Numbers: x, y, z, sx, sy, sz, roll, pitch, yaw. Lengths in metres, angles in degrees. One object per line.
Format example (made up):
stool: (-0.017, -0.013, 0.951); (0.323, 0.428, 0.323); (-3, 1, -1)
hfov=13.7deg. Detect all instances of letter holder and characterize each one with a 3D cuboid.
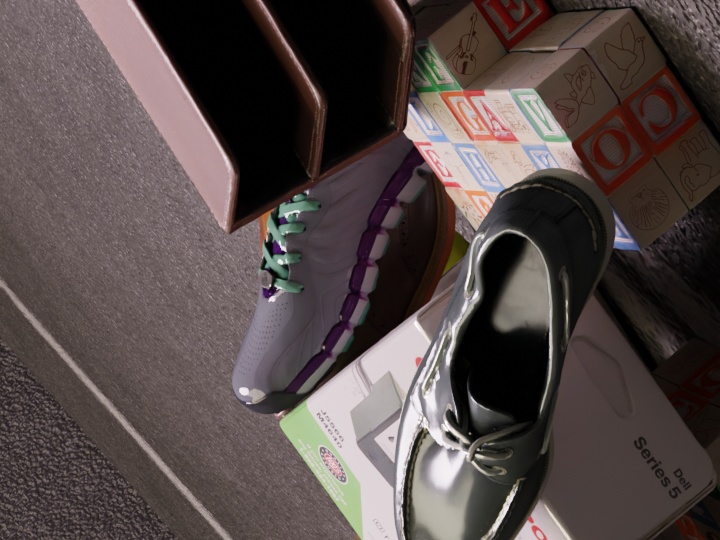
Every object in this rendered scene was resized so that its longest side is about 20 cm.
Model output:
letter holder: (-0.068, -0.143, 1.351); (0.200, 0.100, 0.142); (57, 167, 14)

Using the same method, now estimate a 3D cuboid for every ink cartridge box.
ink cartridge box: (0.061, 0.085, 1.423); (0.146, 0.084, 0.200); (54, 154, 3)

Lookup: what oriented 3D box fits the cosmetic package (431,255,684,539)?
cosmetic package: (0.113, 0.087, 1.613); (0.200, 0.087, 0.103); (56, 167, -20)

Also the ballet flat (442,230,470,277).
ballet flat: (0.081, 0.044, 1.690); (0.067, 0.067, 0.200); (11, 146, 37)

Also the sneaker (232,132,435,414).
sneaker: (-0.028, -0.031, 1.493); (0.087, 0.201, 0.074); (32, 172, -34)

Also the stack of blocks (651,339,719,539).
stack of blocks: (0.213, 0.137, 1.444); (0.200, 0.059, 0.115); (57, 165, -24)

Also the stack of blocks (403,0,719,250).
stack of blocks: (0.077, -0.075, 1.357); (0.115, 0.059, 0.200); (54, 167, -14)

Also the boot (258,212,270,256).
boot: (-0.048, -0.094, 1.752); (0.188, 0.068, 0.201); (97, 149, -65)

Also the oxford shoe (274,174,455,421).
oxford shoe: (0.000, 0.000, 1.570); (0.073, 0.201, 0.071); (21, 148, -22)

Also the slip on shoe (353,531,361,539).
slip on shoe: (0.019, 0.145, 1.564); (0.076, 0.200, 0.061); (-17, 96, 35)

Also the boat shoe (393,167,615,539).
boat shoe: (0.051, 0.052, 1.281); (0.073, 0.062, 0.201); (25, 116, 14)
